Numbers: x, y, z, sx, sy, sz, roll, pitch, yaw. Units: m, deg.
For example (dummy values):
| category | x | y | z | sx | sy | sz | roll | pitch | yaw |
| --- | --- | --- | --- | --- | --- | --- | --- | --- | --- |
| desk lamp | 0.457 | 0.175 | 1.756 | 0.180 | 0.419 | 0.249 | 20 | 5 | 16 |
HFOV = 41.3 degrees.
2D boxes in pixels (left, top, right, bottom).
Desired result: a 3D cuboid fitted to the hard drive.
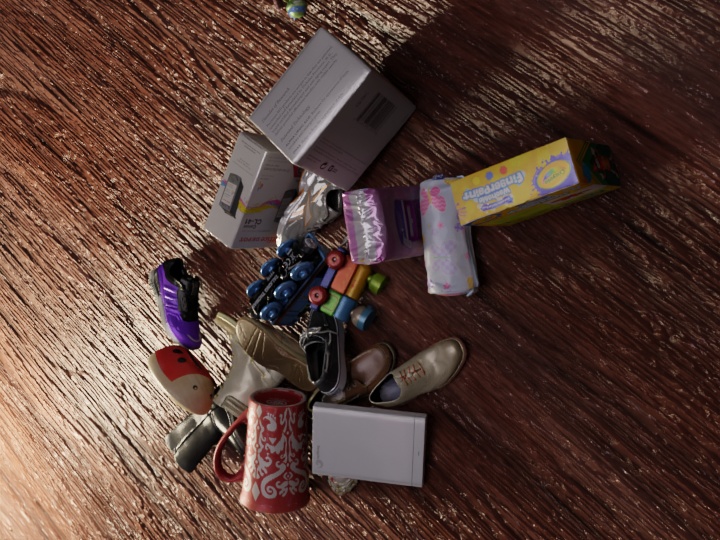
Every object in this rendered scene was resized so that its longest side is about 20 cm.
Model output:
| category | x | y | z | sx | sy | sz | roll | pitch | yaw |
| --- | --- | --- | --- | --- | --- | --- | --- | --- | --- |
| hard drive | 0.014 | 0.304 | 1.669 | 0.198 | 0.027 | 0.133 | 5 | 107 | 11 |

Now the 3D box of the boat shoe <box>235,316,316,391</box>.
| category | x | y | z | sx | sy | sz | roll | pitch | yaw |
| --- | --- | --- | --- | --- | --- | --- | --- | --- | --- |
| boat shoe | -0.145 | 0.149 | 1.778 | 0.199 | 0.064 | 0.072 | 36 | 124 | 16 |

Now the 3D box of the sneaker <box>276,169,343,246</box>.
| category | x | y | z | sx | sy | sz | roll | pitch | yaw |
| --- | --- | --- | --- | --- | --- | --- | --- | --- | --- |
| sneaker | -0.084 | -0.102 | 1.756 | 0.092 | 0.076 | 0.201 | 34 | 112 | 25 |

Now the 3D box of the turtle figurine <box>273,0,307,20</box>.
| category | x | y | z | sx | sy | sz | roll | pitch | yaw |
| --- | --- | --- | --- | --- | --- | --- | --- | --- | --- |
| turtle figurine | -0.116 | -0.571 | 1.715 | 0.143 | 0.200 | 0.195 | -16 | 77 | 1 |

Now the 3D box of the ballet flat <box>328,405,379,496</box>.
| category | x | y | z | sx | sy | sz | roll | pitch | yaw |
| --- | --- | --- | --- | --- | --- | --- | --- | --- | --- |
| ballet flat | -0.019 | 0.329 | 1.732 | 0.075 | 0.064 | 0.201 | 37 | 113 | 27 |

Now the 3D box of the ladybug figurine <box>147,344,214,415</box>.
| category | x | y | z | sx | sy | sz | roll | pitch | yaw |
| --- | --- | --- | --- | --- | --- | --- | --- | --- | --- |
| ladybug figurine | -0.349 | 0.208 | 1.888 | 0.072 | 0.136 | 0.200 | -52 | 43 | 2 |

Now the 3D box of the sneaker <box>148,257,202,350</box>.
| category | x | y | z | sx | sy | sz | roll | pitch | yaw |
| --- | --- | --- | --- | --- | --- | --- | --- | --- | --- |
| sneaker | -0.365 | 0.062 | 1.965 | 0.099 | 0.069 | 0.201 | -35 | 73 | 29 |

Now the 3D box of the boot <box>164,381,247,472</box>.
| category | x | y | z | sx | sy | sz | roll | pitch | yaw |
| --- | --- | --- | --- | --- | --- | --- | --- | --- | --- |
| boot | -0.301 | 0.347 | 1.930 | 0.200 | 0.065 | 0.166 | -43 | 56 | 23 |

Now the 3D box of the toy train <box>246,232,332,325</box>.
| category | x | y | z | sx | sy | sz | roll | pitch | yaw |
| --- | --- | --- | --- | --- | --- | --- | --- | --- | --- |
| toy train | -0.126 | 0.018 | 1.763 | 0.200 | 0.114 | 0.087 | -51 | 57 | 26 |

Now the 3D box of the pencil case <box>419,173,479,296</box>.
| category | x | y | z | sx | sy | sz | roll | pitch | yaw |
| --- | --- | --- | --- | --- | --- | --- | --- | --- | --- |
| pencil case | 0.148 | -0.057 | 1.582 | 0.090 | 0.083 | 0.202 | -4 | 90 | 14 |

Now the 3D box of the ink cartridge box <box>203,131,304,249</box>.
| category | x | y | z | sx | sy | sz | roll | pitch | yaw |
| --- | --- | --- | --- | --- | --- | --- | --- | --- | --- |
| ink cartridge box | -0.185 | -0.146 | 1.778 | 0.085 | 0.147 | 0.201 | 34 | 112 | 31 |

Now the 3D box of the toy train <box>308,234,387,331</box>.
| category | x | y | z | sx | sy | sz | roll | pitch | yaw |
| --- | --- | --- | --- | --- | --- | --- | --- | --- | --- |
| toy train | 0.000 | 0.000 | 1.704 | 0.115 | 0.085 | 0.201 | 26 | 90 | 15 |

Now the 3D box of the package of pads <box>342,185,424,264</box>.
| category | x | y | z | sx | sy | sz | roll | pitch | yaw |
| --- | --- | --- | --- | --- | --- | --- | --- | --- | --- |
| package of pads | 0.050 | -0.077 | 1.581 | 0.075 | 0.200 | 0.122 | -5 | 93 | 30 |

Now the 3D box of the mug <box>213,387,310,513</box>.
| category | x | y | z | sx | sy | sz | roll | pitch | yaw |
| --- | --- | --- | --- | --- | --- | --- | --- | --- | --- |
| mug | -0.175 | 0.330 | 1.767 | 0.133 | 0.176 | 0.202 | -146 | 58 | -67 |

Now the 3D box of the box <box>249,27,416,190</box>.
| category | x | y | z | sx | sy | sz | roll | pitch | yaw |
| --- | --- | --- | --- | --- | --- | --- | --- | --- | --- |
| box | -0.043 | -0.267 | 1.614 | 0.200 | 0.199 | 0.131 | -49 | 65 | 11 |

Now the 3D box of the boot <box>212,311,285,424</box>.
| category | x | y | z | sx | sy | sz | roll | pitch | yaw |
| --- | --- | --- | --- | --- | --- | --- | --- | --- | --- |
| boot | -0.243 | 0.188 | 1.857 | 0.200 | 0.072 | 0.155 | 37 | 92 | 25 |

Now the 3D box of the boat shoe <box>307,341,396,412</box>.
| category | x | y | z | sx | sy | sz | roll | pitch | yaw |
| --- | --- | --- | --- | --- | --- | --- | --- | --- | --- |
| boat shoe | -0.017 | 0.203 | 1.721 | 0.200 | 0.068 | 0.072 | -46 | 67 | 28 |

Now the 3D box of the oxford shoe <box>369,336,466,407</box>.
| category | x | y | z | sx | sy | sz | roll | pitch | yaw |
| --- | --- | --- | --- | --- | --- | --- | --- | --- | --- |
| oxford shoe | 0.098 | 0.182 | 1.634 | 0.200 | 0.074 | 0.071 | -42 | 69 | 30 |

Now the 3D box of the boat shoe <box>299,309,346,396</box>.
| category | x | y | z | sx | sy | sz | roll | pitch | yaw |
| --- | --- | --- | --- | --- | --- | --- | --- | --- | --- |
| boat shoe | -0.075 | 0.131 | 1.715 | 0.073 | 0.068 | 0.200 | -31 | 45 | 29 |

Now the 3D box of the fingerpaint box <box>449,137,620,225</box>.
| category | x | y | z | sx | sy | sz | roll | pitch | yaw |
| --- | --- | --- | --- | --- | --- | --- | --- | --- | --- |
| fingerpaint box | 0.264 | -0.131 | 1.443 | 0.199 | 0.166 | 0.074 | -20 | 81 | 35 |
